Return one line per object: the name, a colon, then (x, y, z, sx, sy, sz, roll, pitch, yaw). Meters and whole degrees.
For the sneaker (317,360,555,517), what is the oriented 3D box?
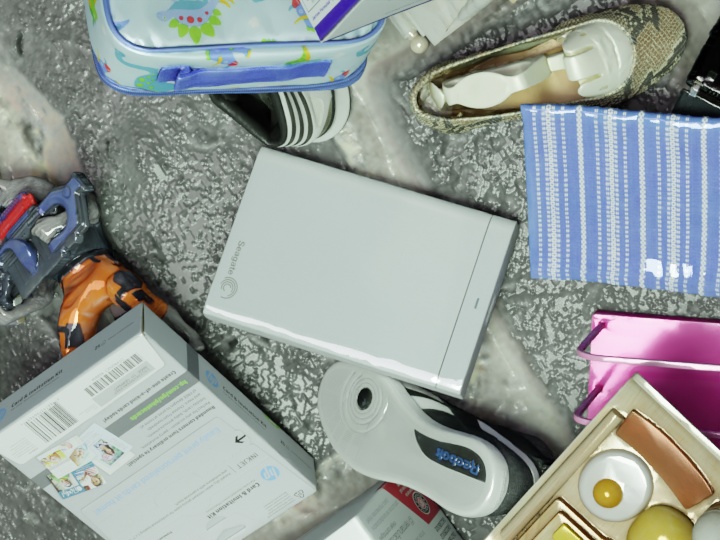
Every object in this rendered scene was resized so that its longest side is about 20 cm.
sneaker: (0.063, 0.130, 1.518, 0.200, 0.112, 0.073, 31, 103, 45)

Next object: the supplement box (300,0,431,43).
supplement box: (-0.012, -0.267, 1.338, 0.201, 0.101, 0.103, 63, 152, 5)

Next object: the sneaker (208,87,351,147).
sneaker: (-0.068, -0.183, 1.472, 0.075, 0.115, 0.202, -14, 96, 24)

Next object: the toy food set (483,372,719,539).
toy food set: (0.171, 0.184, 1.367, 0.143, 0.060, 0.200, 42, 110, 6)

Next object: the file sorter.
file sorter: (0.215, 0.143, 1.444, 0.138, 0.125, 0.201, 4, 101, 16)

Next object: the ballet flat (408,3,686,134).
ballet flat: (0.126, -0.135, 1.447, 0.199, 0.075, 0.068, -14, 93, 18)

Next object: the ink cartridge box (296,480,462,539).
ink cartridge box: (0.022, 0.274, 1.514, 0.144, 0.145, 0.200, -37, 89, 19)

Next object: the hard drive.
hard drive: (0.000, 0.000, 1.510, 0.199, 0.027, 0.133, 17, 80, 13)

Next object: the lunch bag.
lunch bag: (-0.088, -0.195, 1.398, 0.199, 0.083, 0.162, -5, 68, -16)

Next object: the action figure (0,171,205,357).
action figure: (-0.226, 0.018, 1.580, 0.200, 0.104, 0.194, -35, 81, 31)

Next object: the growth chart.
growth chart: (0.041, -0.222, 1.423, 0.018, 0.200, 0.145, -34, 96, -25)

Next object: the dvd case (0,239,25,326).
dvd case: (-0.347, -0.049, 1.633, 0.148, 0.016, 0.201, -6, 98, 17)

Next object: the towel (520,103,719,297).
towel: (0.208, -0.043, 1.433, 0.199, 0.024, 0.146, 7, 127, 18)

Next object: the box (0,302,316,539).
box: (-0.153, 0.133, 1.543, 0.156, 0.041, 0.200, -34, 121, 19)

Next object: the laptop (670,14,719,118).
laptop: (0.309, -0.099, 1.434, 0.177, 0.103, 0.201, 27, 81, 10)
